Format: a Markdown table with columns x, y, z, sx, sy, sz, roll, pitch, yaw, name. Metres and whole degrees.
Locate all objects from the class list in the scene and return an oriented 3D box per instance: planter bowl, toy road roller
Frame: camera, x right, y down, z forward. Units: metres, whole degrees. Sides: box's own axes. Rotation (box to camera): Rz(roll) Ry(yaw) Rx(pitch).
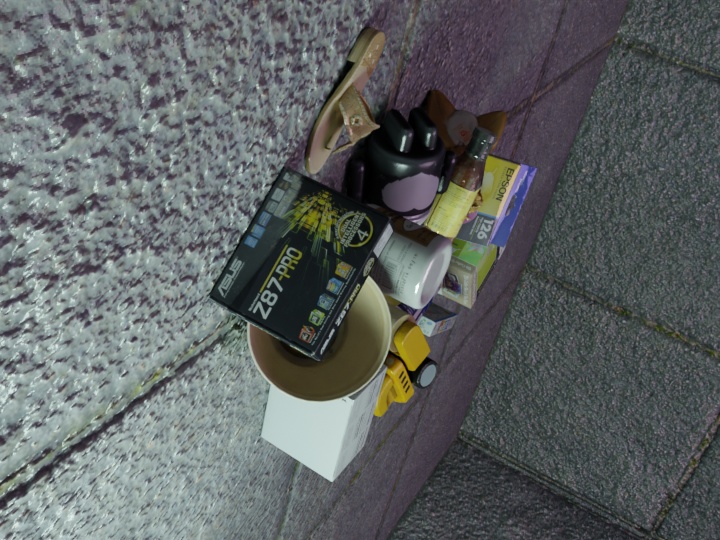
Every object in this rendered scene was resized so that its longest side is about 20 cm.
| x | y | z | sx | sy | sz | roll | pitch | yaw | name |
| --- | --- | --- | --- | --- | --- | --- | --- | --- | --- |
| -0.068 | 0.083 | 1.198 | 0.200 | 0.200 | 0.135 | -61 | -171 | -9 | planter bowl |
| 0.037 | 0.161 | 1.458 | 0.146 | 0.123 | 0.200 | -47 | 139 | -22 | toy road roller |

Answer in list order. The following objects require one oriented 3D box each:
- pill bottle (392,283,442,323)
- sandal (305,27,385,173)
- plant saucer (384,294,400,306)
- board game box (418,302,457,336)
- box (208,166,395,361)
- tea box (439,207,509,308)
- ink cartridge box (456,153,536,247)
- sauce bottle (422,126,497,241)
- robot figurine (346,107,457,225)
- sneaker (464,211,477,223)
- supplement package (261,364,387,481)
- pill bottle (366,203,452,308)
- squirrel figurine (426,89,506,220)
| x | y | z | sx | sy | sz | roll | pitch | yaw | name |
| --- | --- | --- | --- | --- | --- | --- | --- | --- | --- |
| 0.071 | 0.065 | 1.655 | 0.200 | 0.116 | 0.116 | -53 | 160 | -31 | pill bottle |
| -0.001 | -0.217 | 1.119 | 0.212 | 0.070 | 0.078 | -65 | 163 | 5 | sandal |
| 0.091 | -0.014 | 1.524 | 0.200 | 0.031 | 0.200 | -44 | 159 | -21 | plant saucer |
| 0.124 | 0.090 | 1.814 | 0.034 | 0.134 | 0.200 | -67 | 162 | 10 | board game box |
| -0.072 | -0.010 | 1.055 | 0.200 | 0.161 | 0.049 | -60 | 162 | -9 | box |
| 0.251 | -0.050 | 1.985 | 0.197 | 0.133 | 0.200 | -59 | 162 | -19 | tea box |
| 0.268 | -0.154 | 1.809 | 0.047 | 0.200 | 0.198 | -114 | -139 | -66 | ink cartridge box |
| 0.168 | -0.140 | 1.386 | 0.066 | 0.066 | 0.200 | -28 | 148 | -62 | sauce bottle |
| 0.066 | -0.153 | 1.311 | 0.125 | 0.150 | 0.200 | -63 | 168 | -50 | robot figurine |
| 0.182 | -0.191 | 1.696 | 0.080 | 0.089 | 0.200 | -18 | 129 | -3 | sneaker |
| -0.065 | 0.224 | 1.412 | 0.111 | 0.156 | 0.200 | -39 | 150 | -49 | supplement package |
| 0.025 | -0.034 | 1.237 | 0.114 | 0.200 | 0.114 | -53 | 160 | -30 | pill bottle |
| 0.170 | -0.196 | 1.515 | 0.187 | 0.141 | 0.200 | 98 | 4 | -75 | squirrel figurine |
